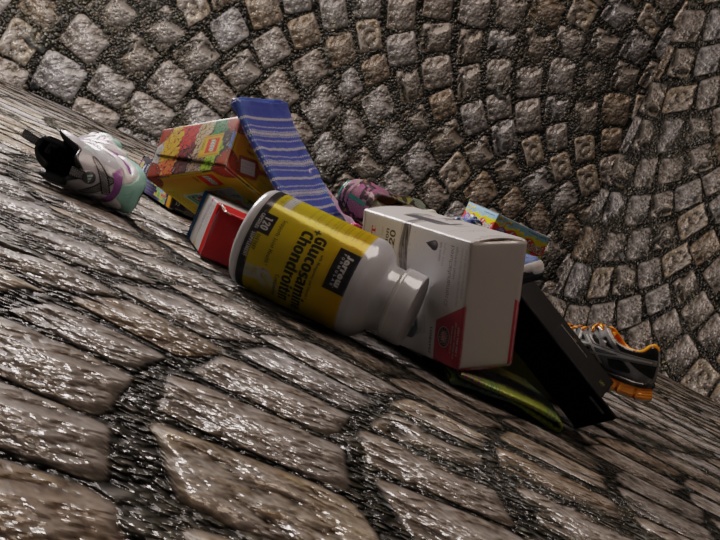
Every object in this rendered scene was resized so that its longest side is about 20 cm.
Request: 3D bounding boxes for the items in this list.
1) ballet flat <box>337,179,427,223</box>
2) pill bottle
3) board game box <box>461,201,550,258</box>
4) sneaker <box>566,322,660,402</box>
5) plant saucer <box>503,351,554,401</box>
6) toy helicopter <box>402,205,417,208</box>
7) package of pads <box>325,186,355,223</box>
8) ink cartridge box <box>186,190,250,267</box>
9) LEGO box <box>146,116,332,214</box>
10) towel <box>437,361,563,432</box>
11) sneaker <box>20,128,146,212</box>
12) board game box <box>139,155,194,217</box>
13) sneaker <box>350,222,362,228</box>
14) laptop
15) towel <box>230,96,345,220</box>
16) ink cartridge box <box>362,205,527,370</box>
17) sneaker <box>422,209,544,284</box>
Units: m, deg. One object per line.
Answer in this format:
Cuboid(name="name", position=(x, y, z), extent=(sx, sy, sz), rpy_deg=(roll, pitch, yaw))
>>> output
Cuboid(name="ballet flat", position=(0.045, -0.071, 1.548), extent=(0.071, 0.069, 0.200), rpy_deg=(40, 12, 33))
Cuboid(name="pill bottle", position=(-0.032, 0.002, 1.228), extent=(0.199, 0.112, 0.112), rpy_deg=(25, 4, 11))
Cuboid(name="board game box", position=(0.187, 0.012, 1.756), extent=(0.105, 0.201, 0.103), rpy_deg=(22, 4, -24))
Cuboid(name="sneaker", position=(0.301, 0.101, 1.502), extent=(0.199, 0.078, 0.078), rpy_deg=(25, 6, 20))
Cuboid(name="plant saucer", position=(0.222, 0.126, 1.583), extent=(0.199, 0.048, 0.200), rpy_deg=(25, 4, 4))
Cuboid(name="toy helicopter", position=(0.113, -0.004, 1.465), extent=(0.200, 0.132, 0.079), rpy_deg=(55, -2, 11))
Cuboid(name="package of pads", position=(-0.063, -0.076, 1.806), extent=(0.200, 0.076, 0.120), rpy_deg=(50, -7, -17))
Cuboid(name="ink cartridge box", position=(-0.139, -0.036, 1.395), extent=(0.116, 0.067, 0.200), rpy_deg=(23, 4, -16))
Cuboid(name="LEGO box", position=(-0.159, -0.112, 1.526), extent=(0.148, 0.077, 0.200), rpy_deg=(-3, -29, 37))
Cuboid(name="towel", position=(0.151, 0.129, 1.320), extent=(0.143, 0.023, 0.200), rpy_deg=(25, 5, -9))
Cuboid(name="sneaker", position=(-0.360, -0.145, 1.416), extent=(0.140, 0.078, 0.200), rpy_deg=(22, 4, -38))
Cuboid(name="board game box", position=(-0.239, -0.107, 1.803), extent=(0.199, 0.057, 0.165), rpy_deg=(22, 3, -34))
Cuboid(name="sneaker", position=(0.000, 0.000, 1.515), extent=(0.079, 0.096, 0.200), rpy_deg=(27, 13, -4))
Cuboid(name="laptop", position=(0.242, 0.083, 1.346), extent=(0.177, 0.103, 0.200), rpy_deg=(53, 37, 3))
Cuboid(name="towel", position=(-0.086, -0.132, 1.456), extent=(0.201, 0.024, 0.145), rpy_deg=(62, 20, 5))
Cuboid(name="ink cartridge box", position=(0.084, 0.015, 1.294), extent=(0.085, 0.146, 0.200), rpy_deg=(-2, 14, -34))
Cuboid(name="sneaker", position=(0.129, -0.024, 1.353), extent=(0.199, 0.077, 0.076), rpy_deg=(13, 17, 42))
